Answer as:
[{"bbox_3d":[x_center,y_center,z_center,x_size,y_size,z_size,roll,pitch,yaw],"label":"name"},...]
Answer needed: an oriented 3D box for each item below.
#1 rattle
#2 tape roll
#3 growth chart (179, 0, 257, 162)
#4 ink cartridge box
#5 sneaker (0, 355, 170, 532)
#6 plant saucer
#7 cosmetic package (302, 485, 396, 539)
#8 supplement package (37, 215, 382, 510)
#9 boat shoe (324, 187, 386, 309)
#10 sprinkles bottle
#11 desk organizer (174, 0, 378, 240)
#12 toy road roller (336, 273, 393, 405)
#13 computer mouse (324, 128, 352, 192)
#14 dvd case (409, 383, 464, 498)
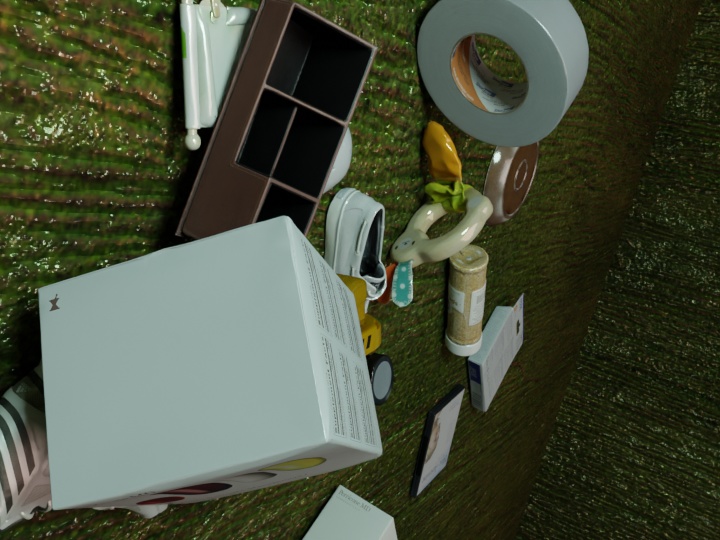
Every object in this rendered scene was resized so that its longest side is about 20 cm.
[{"bbox_3d":[0.070,-0.067,0.966,0.198,0.131,0.144,-37,136,-2],"label":"rattle"},{"bbox_3d":[0.165,-0.249,0.861,0.066,0.197,0.203,-49,147,-30],"label":"tape roll"},{"bbox_3d":[-0.079,-0.157,0.628,0.198,0.017,0.149,-10,108,-53],"label":"growth chart"},{"bbox_3d":[0.296,0.173,1.582,0.201,0.040,0.202,-53,149,-28],"label":"ink cartridge box"},{"bbox_3d":[-0.237,0.165,0.581,0.115,0.075,0.203,-44,137,-23],"label":"sneaker"},{"bbox_3d":[0.276,-0.174,1.305,0.200,0.031,0.205,-42,142,-43],"label":"plant saucer"},{"bbox_3d":[-0.040,0.440,1.070,0.201,0.106,0.086,-52,148,-31],"label":"cosmetic package"},{"bbox_3d":[-0.099,0.084,0.548,0.200,0.186,0.151,53,23,-70],"label":"supplement package"},{"bbox_3d":[0.000,0.000,0.880,0.072,0.067,0.205,-32,136,-48],"label":"boat shoe"},{"bbox_3d":[0.182,0.054,1.256,0.068,0.067,0.204,-43,144,-38],"label":"sprinkles bottle"},{"bbox_3d":[-0.066,-0.104,0.580,0.071,0.076,0.205,17,95,-54],"label":"desk organizer"},{"bbox_3d":[-0.054,0.087,0.800,0.198,0.120,0.151,-23,115,-55],"label":"toy road roller"},{"bbox_3d":[-0.059,-0.100,0.726,0.199,0.043,0.112,-40,141,-43],"label":"computer mouse"},{"bbox_3d":[0.156,0.345,1.475,0.142,0.017,0.205,-26,131,-54],"label":"dvd case"}]
